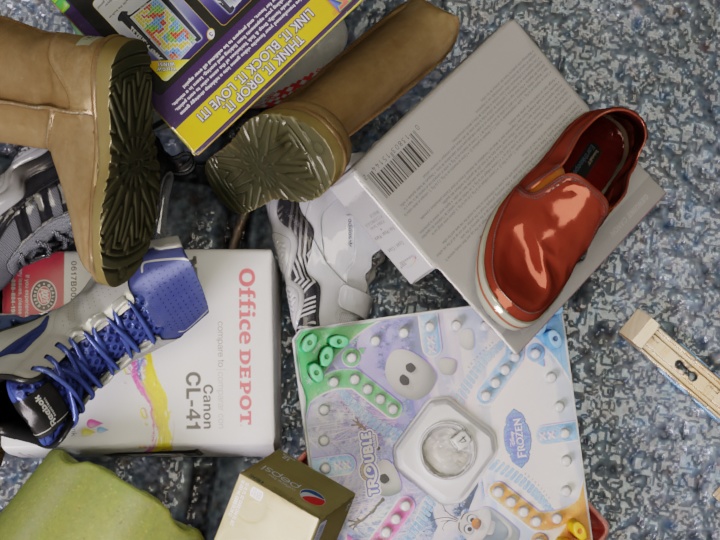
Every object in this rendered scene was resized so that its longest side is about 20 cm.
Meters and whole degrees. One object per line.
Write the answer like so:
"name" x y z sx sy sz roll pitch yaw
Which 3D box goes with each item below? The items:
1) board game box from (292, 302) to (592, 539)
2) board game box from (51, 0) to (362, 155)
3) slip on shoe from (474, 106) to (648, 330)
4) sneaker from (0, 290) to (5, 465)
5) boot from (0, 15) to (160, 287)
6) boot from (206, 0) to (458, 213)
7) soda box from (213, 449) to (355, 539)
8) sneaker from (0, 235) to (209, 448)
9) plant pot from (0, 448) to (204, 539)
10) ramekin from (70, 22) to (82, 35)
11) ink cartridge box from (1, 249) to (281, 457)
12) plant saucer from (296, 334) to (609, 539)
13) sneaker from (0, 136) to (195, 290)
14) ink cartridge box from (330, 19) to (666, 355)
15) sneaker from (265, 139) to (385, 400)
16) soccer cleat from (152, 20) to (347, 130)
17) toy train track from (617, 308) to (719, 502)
"board game box" 0.062 0.129 1.582 0.198 0.026 0.202 -7 90 -8
"board game box" -0.093 -0.206 1.484 0.200 0.057 0.165 -42 100 7
"slip on shoe" 0.143 -0.043 1.567 0.074 0.061 0.200 41 61 -10
"sneaker" -0.304 0.044 1.623 0.089 0.067 0.202 0 83 -2
"boot" -0.231 -0.091 1.493 0.199 0.066 0.177 11 104 29
"boot" -0.003 -0.128 1.560 0.200 0.175 0.066 -40 105 -27
"soda box" -0.077 0.232 1.554 0.067 0.064 0.201 28 111 16
"sneaker" -0.192 0.064 1.504 0.198 0.115 0.081 -25 120 3
"plant pot" -0.206 0.235 1.544 0.200 0.200 0.185 30 75 4
"ramekin" -0.135 -0.235 1.603 0.199 0.200 0.098 -23 91 -3
"ink cartridge box" -0.158 0.061 1.614 0.198 0.086 0.149 -1 81 2
"plant saucer" 0.045 0.185 1.613 0.200 0.037 0.200 -44 92 -6
"sneaker" -0.202 -0.031 1.551 0.113 0.076 0.201 34 76 8
"ink cartridge box" 0.102 -0.058 1.612 0.176 0.045 0.200 48 59 -4
"sneaker" 0.000 0.000 1.627 0.114 0.075 0.201 -14 79 0
"soccer cleat" -0.104 -0.150 1.643 0.199 0.085 0.069 -17 82 -2
"toy train track" 0.275 0.101 1.637 0.200 0.033 0.115 41 84 6
